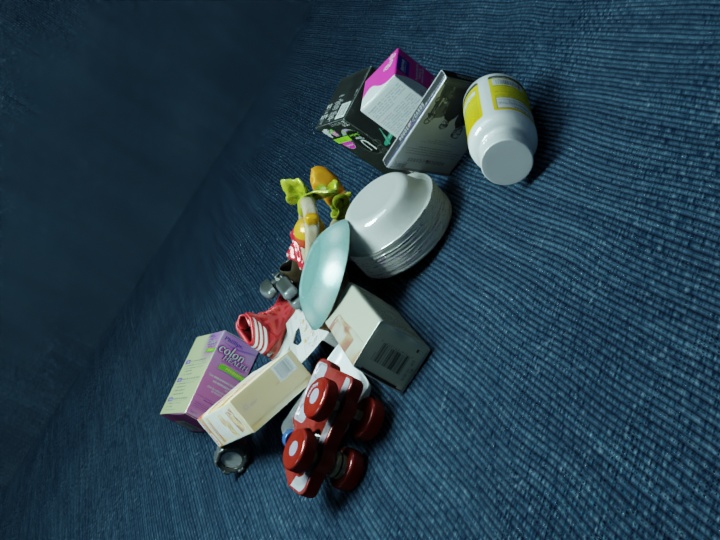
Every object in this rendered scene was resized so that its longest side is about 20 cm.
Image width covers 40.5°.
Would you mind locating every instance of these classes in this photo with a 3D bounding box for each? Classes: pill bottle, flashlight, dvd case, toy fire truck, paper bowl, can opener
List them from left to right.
[{"bbox_3d":[-0.250,0.319,1.933,0.068,0.068,0.200,-41,21,14],"label":"flashlight"},{"bbox_3d":[-0.157,0.047,2.003,0.066,0.053,0.200,-45,17,-7],"label":"can opener"},{"bbox_3d":[-0.062,0.245,1.521,0.168,0.112,0.201,14,79,65],"label":"toy fire truck"},{"bbox_3d":[0.052,-0.092,1.712,0.200,0.104,0.201,-33,30,22],"label":"paper bowl"},{"bbox_3d":[0.146,-0.250,1.691,0.200,0.150,0.025,-54,49,34],"label":"dvd case"},{"bbox_3d":[0.224,-0.224,1.562,0.111,0.111,0.200,-45,24,29],"label":"pill bottle"}]

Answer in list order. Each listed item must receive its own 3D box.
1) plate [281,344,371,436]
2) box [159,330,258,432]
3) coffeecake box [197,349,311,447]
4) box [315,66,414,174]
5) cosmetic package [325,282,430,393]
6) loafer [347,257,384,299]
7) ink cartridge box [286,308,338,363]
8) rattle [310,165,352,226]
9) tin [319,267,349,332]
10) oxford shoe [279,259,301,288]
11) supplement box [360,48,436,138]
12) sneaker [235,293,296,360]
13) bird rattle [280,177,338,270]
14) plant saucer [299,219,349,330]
[{"bbox_3d":[-0.054,0.237,1.651,0.200,0.032,0.200,-55,23,7],"label":"plate"},{"bbox_3d":[-0.335,0.249,2.162,0.176,0.096,0.201,-17,46,59],"label":"box"},{"bbox_3d":[-0.195,0.237,1.789,0.153,0.073,0.200,-40,3,-31],"label":"coffeecake box"},{"bbox_3d":[0.043,-0.285,1.918,0.125,0.199,0.148,-63,22,-11],"label":"box"},{"bbox_3d":[0.023,0.104,1.568,0.087,0.103,0.200,-57,20,7],"label":"cosmetic package"},{"bbox_3d":[0.000,0.000,1.802,0.068,0.070,0.201,-49,23,21],"label":"loafer"},{"bbox_3d":[-0.069,0.091,1.865,0.176,0.045,0.200,-53,22,16],"label":"ink cartridge box"},{"bbox_3d":[-0.021,-0.138,1.938,0.130,0.144,0.200,-18,17,0],"label":"rattle"},{"bbox_3d":[-0.060,0.032,1.777,0.200,0.042,0.112,-103,28,-62],"label":"tin"},{"bbox_3d":[-0.101,-0.025,2.040,0.200,0.084,0.073,-34,27,38],"label":"oxford shoe"},{"bbox_3d":[0.109,-0.293,1.786,0.103,0.200,0.102,-42,27,35],"label":"supplement box"},{"bbox_3d":[-0.191,0.092,2.032,0.078,0.115,0.200,-45,25,29],"label":"sneaker"},{"bbox_3d":[-0.108,-0.080,1.900,0.163,0.112,0.201,-105,23,-60],"label":"bird rattle"},{"bbox_3d":[-0.071,0.003,1.701,0.201,0.038,0.202,-165,90,-75],"label":"plant saucer"}]
